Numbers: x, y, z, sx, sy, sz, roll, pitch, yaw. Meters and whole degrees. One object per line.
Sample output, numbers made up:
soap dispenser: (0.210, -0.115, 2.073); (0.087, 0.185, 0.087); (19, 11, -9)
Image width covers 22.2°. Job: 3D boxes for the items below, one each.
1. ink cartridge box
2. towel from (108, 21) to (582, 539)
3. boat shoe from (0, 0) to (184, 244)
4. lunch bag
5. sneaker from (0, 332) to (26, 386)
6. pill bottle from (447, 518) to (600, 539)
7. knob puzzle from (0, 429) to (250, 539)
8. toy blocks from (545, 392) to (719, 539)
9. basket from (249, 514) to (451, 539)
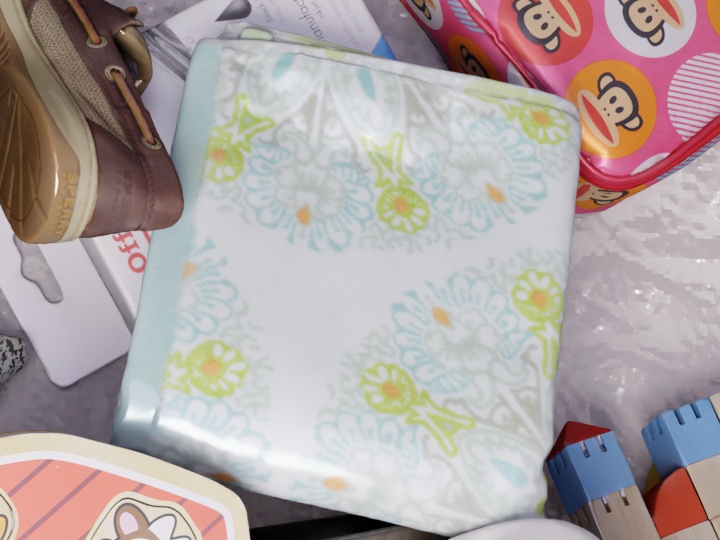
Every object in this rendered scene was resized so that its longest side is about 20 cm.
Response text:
ink cartridge box: (-0.075, -0.046, 0.819); (0.199, 0.067, 0.116); (-29, 84, -12)
towel: (0.000, 0.000, 0.737); (0.170, 0.048, 0.201); (12, 62, -4)
boat shoe: (-0.120, -0.080, 0.750); (0.071, 0.073, 0.200); (2, 34, -27)
lunch bag: (0.115, -0.144, 0.860); (0.176, 0.082, 0.201); (-35, 87, -16)
sneaker: (-0.223, -0.005, 0.805); (0.200, 0.077, 0.088); (51, 46, 5)
pill bottle: (0.077, 0.203, 0.675); (0.113, 0.114, 0.201); (-30, 111, -12)
knob puzzle: (-0.109, 0.143, 0.615); (0.218, 0.030, 0.222); (-1, 92, -32)
toy blocks: (0.168, 0.115, 0.814); (0.199, 0.100, 0.138); (-16, 73, -21)
basket: (-0.021, 0.207, 0.743); (0.179, 0.135, 0.202); (-3, 84, -43)
